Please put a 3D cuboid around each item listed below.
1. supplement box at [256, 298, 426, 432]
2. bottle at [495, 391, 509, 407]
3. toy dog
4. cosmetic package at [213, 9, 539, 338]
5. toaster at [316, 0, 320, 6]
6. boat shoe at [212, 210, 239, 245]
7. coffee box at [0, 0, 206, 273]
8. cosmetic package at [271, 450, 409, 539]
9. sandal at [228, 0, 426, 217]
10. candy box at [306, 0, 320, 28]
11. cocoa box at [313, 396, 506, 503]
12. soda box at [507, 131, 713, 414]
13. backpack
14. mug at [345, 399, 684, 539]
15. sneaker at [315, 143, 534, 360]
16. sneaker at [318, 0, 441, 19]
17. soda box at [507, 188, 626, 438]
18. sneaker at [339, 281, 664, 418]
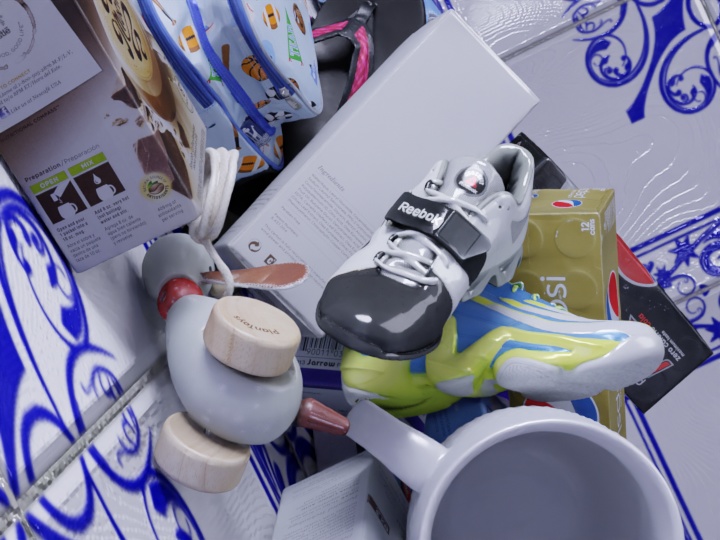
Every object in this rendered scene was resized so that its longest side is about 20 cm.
[{"bbox_3d":[0.000,0.000,1.290,0.103,0.101,0.201,49,48,-59],"label":"supplement box"},{"bbox_3d":[0.105,0.052,1.314,0.200,0.065,0.084,44,13,-49],"label":"bottle"},{"bbox_3d":[-0.062,0.040,1.050,0.096,0.132,0.201,19,40,-22],"label":"toy dog"},{"bbox_3d":[0.006,-0.058,1.182,0.085,0.200,0.108,45,-7,-6],"label":"cosmetic package"},{"bbox_3d":[-0.090,-0.189,1.450,0.200,0.129,0.114,59,10,-37],"label":"toaster"},{"bbox_3d":[-0.073,-0.043,1.362,0.066,0.075,0.199,40,6,41],"label":"boat shoe"},{"bbox_3d":[-0.161,-0.117,0.999,0.201,0.079,0.113,61,11,-27],"label":"coffee box"},{"bbox_3d":[-0.003,0.191,1.119,0.102,0.074,0.200,62,8,-13],"label":"cosmetic package"},{"bbox_3d":[-0.027,-0.119,1.253,0.075,0.200,0.045,38,1,14],"label":"sandal"},{"bbox_3d":[-0.065,-0.116,1.377,0.200,0.136,0.061,51,16,-54],"label":"candy box"},{"bbox_3d":[0.053,0.156,1.344,0.134,0.131,0.200,60,10,-28],"label":"cocoa box"},{"bbox_3d":[0.153,0.003,1.309,0.200,0.071,0.063,46,5,-24],"label":"soda box"},{"bbox_3d":[-0.117,-0.155,1.176,0.190,0.154,0.201,37,31,-51],"label":"backpack"},{"bbox_3d":[0.077,0.137,1.111,0.199,0.148,0.175,33,-1,-3],"label":"mug"},{"bbox_3d":[0.040,-0.020,1.066,0.074,0.089,0.200,26,32,16],"label":"sneaker"},{"bbox_3d":[-0.001,-0.198,1.315,0.200,0.074,0.082,56,5,15],"label":"sneaker"},{"bbox_3d":[0.130,0.051,1.220,0.064,0.067,0.201,-44,132,-67],"label":"soda box"},{"bbox_3d":[0.081,0.026,1.149,0.076,0.199,0.106,45,40,-67],"label":"sneaker"}]
